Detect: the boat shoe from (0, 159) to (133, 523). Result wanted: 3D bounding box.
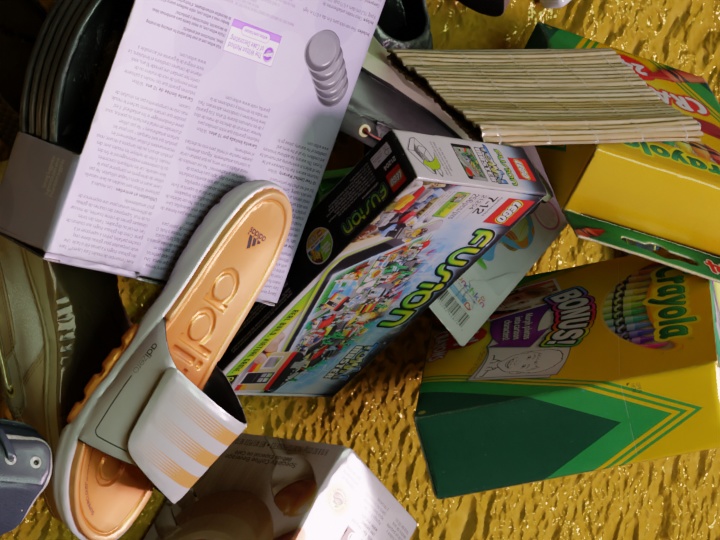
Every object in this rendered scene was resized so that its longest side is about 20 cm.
[{"bbox_3d":[-0.161,0.037,1.261,0.074,0.066,0.201,-11,95,-54],"label":"boat shoe"}]

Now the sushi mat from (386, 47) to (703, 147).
[{"bbox_3d":[0.111,-0.104,1.418,0.200,0.096,0.012,-5,128,-44],"label":"sushi mat"}]

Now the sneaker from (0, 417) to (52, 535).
[{"bbox_3d":[-0.223,0.052,1.179,0.146,0.077,0.203,-2,103,-35],"label":"sneaker"}]

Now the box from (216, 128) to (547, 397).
[{"bbox_3d":[0.000,0.000,1.347,0.110,0.200,0.035,4,50,-45],"label":"box"}]

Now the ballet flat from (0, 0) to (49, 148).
[{"bbox_3d":[-0.180,-0.120,1.249,0.200,0.046,0.067,54,56,-33],"label":"ballet flat"}]

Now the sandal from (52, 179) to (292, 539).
[{"bbox_3d":[-0.083,0.051,1.219,0.079,0.059,0.207,32,86,-55],"label":"sandal"}]

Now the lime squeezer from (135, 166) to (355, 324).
[{"bbox_3d":[-0.053,-0.022,1.377,0.200,0.071,0.038,-31,135,-9],"label":"lime squeezer"}]

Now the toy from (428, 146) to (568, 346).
[{"bbox_3d":[0.058,-0.038,1.488,0.115,0.047,0.200,49,38,-5],"label":"toy"}]

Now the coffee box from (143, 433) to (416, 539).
[{"bbox_3d":[-0.072,0.193,1.326,0.080,0.114,0.200,50,57,-35],"label":"coffee box"}]

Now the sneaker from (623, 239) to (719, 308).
[{"bbox_3d":[0.212,0.016,1.658,0.105,0.076,0.201,23,67,-32],"label":"sneaker"}]

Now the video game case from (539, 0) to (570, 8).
[{"bbox_3d":[0.145,-0.303,1.600,0.182,0.024,0.200,-41,119,-38],"label":"video game case"}]

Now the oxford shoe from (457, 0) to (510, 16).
[{"bbox_3d":[0.086,-0.218,1.437,0.071,0.200,0.071,32,78,1],"label":"oxford shoe"}]

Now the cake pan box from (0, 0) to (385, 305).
[{"bbox_3d":[-0.085,-0.084,1.228,0.200,0.052,0.185,12,97,-54],"label":"cake pan box"}]

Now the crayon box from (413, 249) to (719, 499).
[{"bbox_3d":[0.128,0.054,1.428,0.200,0.172,0.058,-75,151,-69],"label":"crayon box"}]

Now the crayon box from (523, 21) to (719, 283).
[{"bbox_3d":[0.174,-0.072,1.486,0.127,0.200,0.051,16,119,-20],"label":"crayon box"}]

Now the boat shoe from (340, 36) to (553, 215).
[{"bbox_3d":[0.025,-0.086,1.420,0.201,0.074,0.063,32,105,-22],"label":"boat shoe"}]

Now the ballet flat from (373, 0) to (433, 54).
[{"bbox_3d":[0.015,-0.191,1.440,0.066,0.057,0.201,-29,112,-50],"label":"ballet flat"}]
